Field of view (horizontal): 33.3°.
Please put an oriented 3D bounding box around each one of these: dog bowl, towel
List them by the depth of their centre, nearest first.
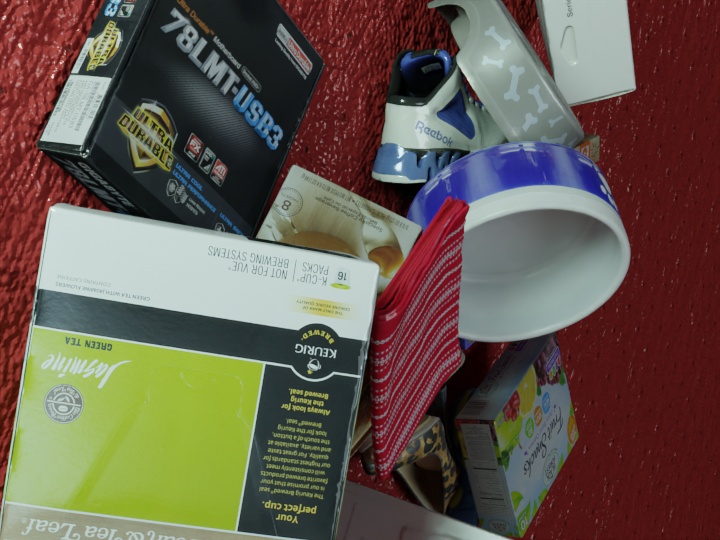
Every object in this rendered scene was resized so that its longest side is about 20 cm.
[{"bbox_3d":[0.047,0.056,0.949,0.145,0.022,0.201,-54,154,-37],"label":"towel"},{"bbox_3d":[0.142,-0.022,1.108,0.201,0.198,0.079,56,20,-49],"label":"dog bowl"},{"bbox_3d":[0.142,-0.185,1.137,0.201,0.058,0.201,51,16,-20],"label":"dog bowl"}]

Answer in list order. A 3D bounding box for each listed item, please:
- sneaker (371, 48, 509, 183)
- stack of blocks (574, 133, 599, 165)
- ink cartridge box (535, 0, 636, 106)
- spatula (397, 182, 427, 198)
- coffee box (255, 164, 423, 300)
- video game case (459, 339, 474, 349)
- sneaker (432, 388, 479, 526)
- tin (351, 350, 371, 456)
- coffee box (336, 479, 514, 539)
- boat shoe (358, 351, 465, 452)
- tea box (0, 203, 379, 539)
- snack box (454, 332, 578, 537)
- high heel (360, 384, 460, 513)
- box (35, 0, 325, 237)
[{"bbox_3d":[0.084,-0.156,1.146,0.199,0.080,0.117,-24,121,-52],"label":"sneaker"},{"bbox_3d":[0.186,-0.070,1.273,0.199,0.058,0.117,-26,121,-52],"label":"stack of blocks"},{"bbox_3d":[0.225,-0.288,1.255,0.201,0.083,0.147,-91,167,-49],"label":"ink cartridge box"},{"bbox_3d":[0.133,-0.072,1.153,0.057,0.197,0.021,76,22,-64],"label":"spatula"},{"bbox_3d":[-0.045,0.040,0.909,0.080,0.113,0.202,109,5,-72],"label":"coffee box"},{"bbox_3d":[0.132,-0.046,1.292,0.181,0.045,0.202,-37,129,-49],"label":"video game case"},{"bbox_3d":[0.124,0.234,1.339,0.083,0.070,0.202,36,65,-50],"label":"sneaker"},{"bbox_3d":[-0.002,0.084,1.003,0.200,0.042,0.112,-48,140,-17],"label":"tin"},{"bbox_3d":[0.052,0.323,1.091,0.198,0.198,0.202,51,55,-68],"label":"coffee box"},{"bbox_3d":[0.039,0.104,1.160,0.063,0.073,0.200,50,35,5],"label":"boat shoe"},{"bbox_3d":[-0.108,0.072,0.757,0.134,0.198,0.199,-165,-95,-79],"label":"tea box"},{"bbox_3d":[0.174,0.173,1.314,0.200,0.052,0.144,-44,126,-52],"label":"snack box"},{"bbox_3d":[0.053,0.211,1.211,0.200,0.071,0.144,-30,118,-62],"label":"high heel"},{"bbox_3d":[-0.117,-0.121,0.859,0.200,0.049,0.200,47,60,-54],"label":"box"}]
